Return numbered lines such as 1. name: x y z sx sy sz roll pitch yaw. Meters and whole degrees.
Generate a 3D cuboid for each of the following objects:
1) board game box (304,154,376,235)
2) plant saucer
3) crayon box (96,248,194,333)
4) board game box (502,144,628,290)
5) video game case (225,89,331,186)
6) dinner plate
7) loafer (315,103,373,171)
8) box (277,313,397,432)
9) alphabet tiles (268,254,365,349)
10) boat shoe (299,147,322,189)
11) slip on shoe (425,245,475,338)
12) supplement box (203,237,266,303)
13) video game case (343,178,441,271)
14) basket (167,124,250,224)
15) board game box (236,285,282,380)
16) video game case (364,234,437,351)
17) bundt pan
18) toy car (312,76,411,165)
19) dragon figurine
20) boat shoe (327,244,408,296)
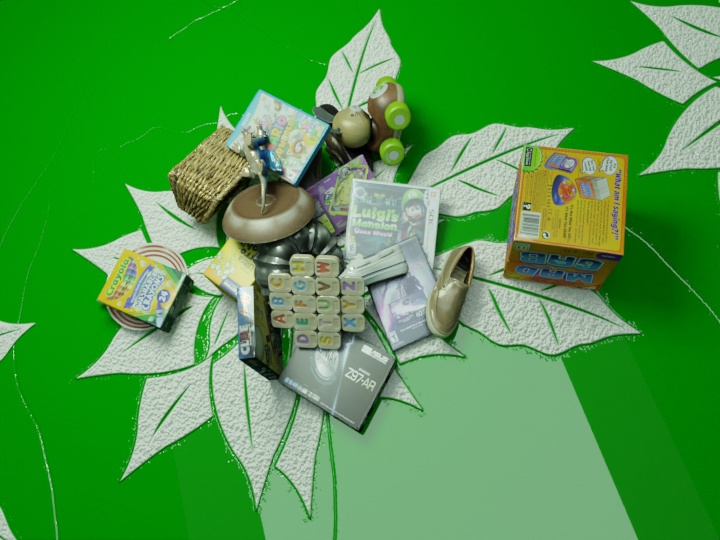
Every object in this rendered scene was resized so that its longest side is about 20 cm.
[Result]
1. board game box: -0.051 -0.152 1.378 0.197 0.032 0.122 -31 106 -5
2. plant saucer: -0.190 -0.130 1.270 0.195 0.037 0.203 -7 38 5
3. crayon box: -0.480 0.038 1.361 0.196 0.052 0.128 20 74 14
4. board game box: 0.400 -0.100 1.237 0.194 0.201 0.205 8 71 10
5. video game case: -0.175 -0.282 1.315 0.197 0.018 0.145 30 86 22
6. dinner plate: -0.476 0.037 1.400 0.194 0.024 0.206 -3 70 8
7. loafer: -0.041 -0.289 1.444 0.072 0.071 0.203 -22 75 -38
8. box: -0.046 0.206 1.270 0.197 0.044 0.162 28 77 16
9. alphabet tiles: -0.085 0.065 1.218 0.190 0.205 0.015 3 27 7
10. boat shoe: -0.121 -0.208 1.420 0.070 0.065 0.206 6 89 -4
11. slip on shoe: 0.190 0.039 1.268 0.075 0.060 0.203 31 62 -11
12. supplement box: -0.224 -0.027 1.343 0.108 0.110 0.202 31 77 17
13. video game case: 0.068 -0.096 1.342 0.194 0.023 0.187 6 84 3
14. basket: -0.302 -0.194 1.389 0.147 0.144 0.201 26 57 18
15. board game box: -0.197 0.129 1.234 0.034 0.201 0.139 -8 68 5
16. video game case: 0.093 0.046 1.302 0.140 0.019 0.204 -22 82 -1
17. bundt pan: -0.116 -0.011 1.278 0.197 0.075 0.208 -4 98 -29
18. toy car: -0.005 -0.330 1.358 0.194 0.161 0.166 0 38 -11
19. dragon figurine: -0.199 -0.214 1.256 0.058 0.099 0.204 -30 78 21
20. boat shoe: 0.000 0.000 1.264 0.196 0.073 0.068 -17 87 -18
